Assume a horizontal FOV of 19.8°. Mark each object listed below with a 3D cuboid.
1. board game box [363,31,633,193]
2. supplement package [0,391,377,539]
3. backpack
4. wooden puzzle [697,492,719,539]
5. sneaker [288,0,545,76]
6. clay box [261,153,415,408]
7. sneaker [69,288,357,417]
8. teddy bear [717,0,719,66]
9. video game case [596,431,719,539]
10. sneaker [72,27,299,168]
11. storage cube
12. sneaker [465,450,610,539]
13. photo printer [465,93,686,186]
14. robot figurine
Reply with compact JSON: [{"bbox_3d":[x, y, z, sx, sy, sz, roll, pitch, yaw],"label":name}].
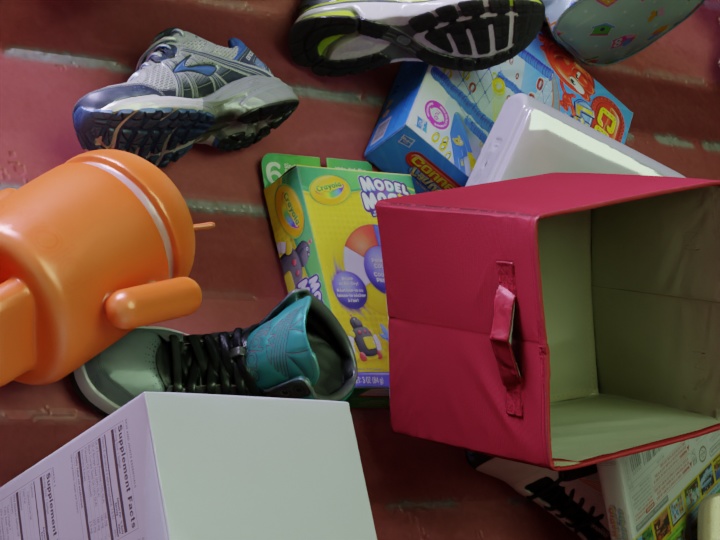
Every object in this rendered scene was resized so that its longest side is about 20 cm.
[{"bbox_3d":[0.117,-0.111,1.676,0.196,0.056,0.201,38,47,-19],"label":"board game box"},{"bbox_3d":[-0.107,0.178,1.209,0.151,0.200,0.151,6,63,-40],"label":"supplement package"},{"bbox_3d":[0.208,-0.265,1.742,0.154,0.175,0.200,58,13,17],"label":"backpack"},{"bbox_3d":[0.302,0.287,1.588,0.200,0.046,0.186,32,53,-47],"label":"wooden puzzle"},{"bbox_3d":[0.043,-0.204,1.601,0.199,0.074,0.081,-1,48,-1],"label":"sneaker"},{"bbox_3d":[0.000,0.000,1.515,0.114,0.048,0.201,2,66,-41],"label":"clay box"},{"bbox_3d":[-0.080,0.060,1.357,0.199,0.121,0.084,9,60,-37],"label":"sneaker"},{"bbox_3d":[0.392,-0.244,1.987,0.145,0.067,0.201,41,46,-20],"label":"teddy bear"},{"bbox_3d":[0.240,0.184,1.570,0.200,0.023,0.183,-30,111,-56],"label":"video game case"},{"bbox_3d":[-0.137,-0.125,1.461,0.200,0.077,0.085,-12,65,-52],"label":"sneaker"},{"bbox_3d":[0.135,0.028,1.424,0.199,0.179,0.172,-11,101,-35],"label":"storage cube"},{"bbox_3d":[0.163,0.159,1.551,0.199,0.074,0.080,17,59,-34],"label":"sneaker"},{"bbox_3d":[0.169,-0.020,1.581,0.199,0.069,0.167,26,91,-19],"label":"photo printer"},{"bbox_3d":[-0.182,-0.003,1.304,0.200,0.143,0.117,-38,105,-43],"label":"robot figurine"}]
